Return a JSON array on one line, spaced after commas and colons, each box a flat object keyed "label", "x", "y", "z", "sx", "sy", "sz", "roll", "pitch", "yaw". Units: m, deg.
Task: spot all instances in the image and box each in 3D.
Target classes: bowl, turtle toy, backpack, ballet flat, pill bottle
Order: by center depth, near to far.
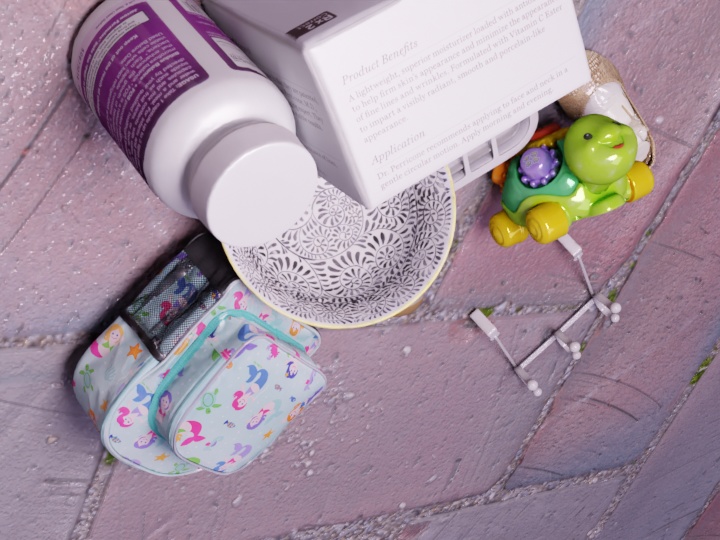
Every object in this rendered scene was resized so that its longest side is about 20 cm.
[{"label": "pill bottle", "x": -0.114, "y": -0.106, "z": 0.861, "sx": 0.112, "sy": 0.200, "sz": 0.112, "roll": -23, "pitch": 138, "yaw": -22}, {"label": "bowl", "x": -0.026, "y": -0.050, "z": 1.058, "sx": 0.201, "sy": 0.201, "sz": 0.094, "roll": -35, "pitch": -177, "yaw": -10}, {"label": "backpack", "x": -0.142, "y": 0.091, "z": 1.088, "sx": 0.200, "sy": 0.151, "sz": 0.178, "roll": -40, "pitch": 145, "yaw": 5}, {"label": "turtle toy", "x": 0.206, "y": -0.096, "z": 1.212, "sx": 0.145, "sy": 0.200, "sz": 0.101, "roll": -25, "pitch": 97, "yaw": -20}, {"label": "ballet flat", "x": 0.260, "y": -0.158, "z": 1.268, "sx": 0.071, "sy": 0.065, "sz": 0.200, "roll": -48, "pitch": 143, "yaw": 7}]

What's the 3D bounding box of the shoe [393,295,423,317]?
[{"label": "shoe", "x": 0.000, "y": 0.000, "z": 1.181, "sx": 0.200, "sy": 0.070, "sz": 0.053, "roll": 12, "pitch": 121, "yaw": -48}]

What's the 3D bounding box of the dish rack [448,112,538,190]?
[{"label": "dish rack", "x": 0.079, "y": -0.159, "z": 1.120, "sx": 0.171, "sy": 0.044, "sz": 0.200, "roll": -31, "pitch": 142, "yaw": -14}]

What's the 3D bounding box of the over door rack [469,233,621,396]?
[{"label": "over door rack", "x": 0.227, "y": 0.063, "z": 1.456, "sx": 0.148, "sy": 0.067, "sz": 0.200, "roll": -43, "pitch": 144, "yaw": -1}]

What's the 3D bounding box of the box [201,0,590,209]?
[{"label": "box", "x": 0.022, "y": -0.171, "z": 0.902, "sx": 0.199, "sy": 0.200, "sz": 0.131, "roll": -31, "pitch": 123, "yaw": -14}]
